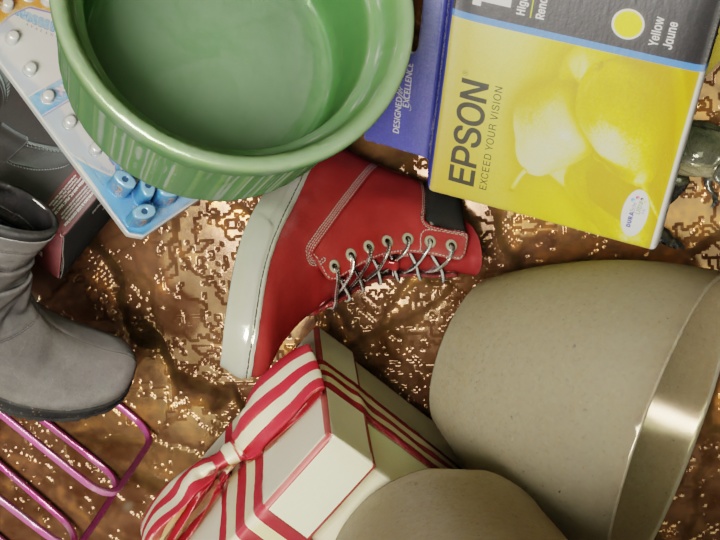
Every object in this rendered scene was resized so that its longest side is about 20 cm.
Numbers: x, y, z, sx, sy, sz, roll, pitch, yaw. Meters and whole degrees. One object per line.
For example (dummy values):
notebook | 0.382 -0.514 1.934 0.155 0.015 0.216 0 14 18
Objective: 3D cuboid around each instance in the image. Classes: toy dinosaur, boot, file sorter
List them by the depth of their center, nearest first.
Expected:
boot | -0.201 0.015 0.699 0.199 0.070 0.132 14 129 -34
boot | 0.000 0.000 0.743 0.143 0.201 0.073 19 134 1
toy dinosaur | 0.187 -0.067 0.785 0.199 0.047 0.089 20 97 7
file sorter | -0.252 0.163 0.818 0.125 0.139 0.200 40 101 -4

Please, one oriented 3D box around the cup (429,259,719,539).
cup | 0.128 0.074 0.752 0.143 0.200 0.202 21 101 26

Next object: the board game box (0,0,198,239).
board game box | -0.119 -0.153 0.748 0.200 0.026 0.200 -37 90 -26

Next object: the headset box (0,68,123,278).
headset box | -0.207 -0.106 0.766 0.200 0.077 0.149 36 64 1

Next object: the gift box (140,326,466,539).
gift box | -0.029 0.162 0.776 0.186 0.200 0.185 38 97 -17

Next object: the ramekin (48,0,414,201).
ramekin | -0.078 -0.136 0.686 0.199 0.098 0.201 5 74 -17

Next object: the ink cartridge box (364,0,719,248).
ink cartridge box | 0.096 -0.124 0.699 0.199 0.047 0.199 14 131 11

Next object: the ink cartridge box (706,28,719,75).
ink cartridge box | 0.153 -0.206 0.698 0.197 0.047 0.200 37 103 -12

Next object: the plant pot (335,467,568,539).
plant pot | 0.058 0.195 0.599 0.199 0.184 0.202 -2 109 -7
